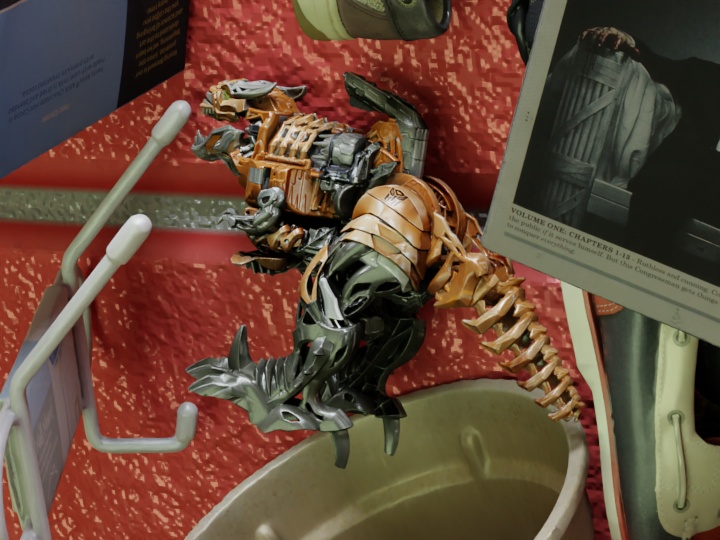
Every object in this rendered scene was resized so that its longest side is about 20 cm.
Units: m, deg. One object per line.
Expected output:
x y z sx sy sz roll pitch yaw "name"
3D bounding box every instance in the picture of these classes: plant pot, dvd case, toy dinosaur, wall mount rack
0.038 0.178 0.822 0.200 0.201 0.184 -14 117 33 "plant pot"
0.128 -0.061 0.618 0.150 0.025 0.201 23 131 13 "dvd case"
0.000 0.000 0.798 0.200 0.102 0.136 44 112 45 "toy dinosaur"
-0.108 0.032 0.836 0.074 0.200 0.175 -1 117 3 "wall mount rack"

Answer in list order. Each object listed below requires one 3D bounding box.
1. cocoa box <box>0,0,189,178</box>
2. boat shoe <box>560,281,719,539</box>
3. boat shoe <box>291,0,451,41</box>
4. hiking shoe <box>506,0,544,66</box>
-0.168 -0.122 0.775 0.133 0.200 0.132 18 121 21 "cocoa box"
0.131 0.063 0.777 0.062 0.071 0.201 -7 104 29 "boat shoe"
0.010 -0.181 0.734 0.066 0.072 0.202 8 116 15 "boat shoe"
0.087 -0.115 0.693 0.075 0.101 0.201 -15 107 22 "hiking shoe"
